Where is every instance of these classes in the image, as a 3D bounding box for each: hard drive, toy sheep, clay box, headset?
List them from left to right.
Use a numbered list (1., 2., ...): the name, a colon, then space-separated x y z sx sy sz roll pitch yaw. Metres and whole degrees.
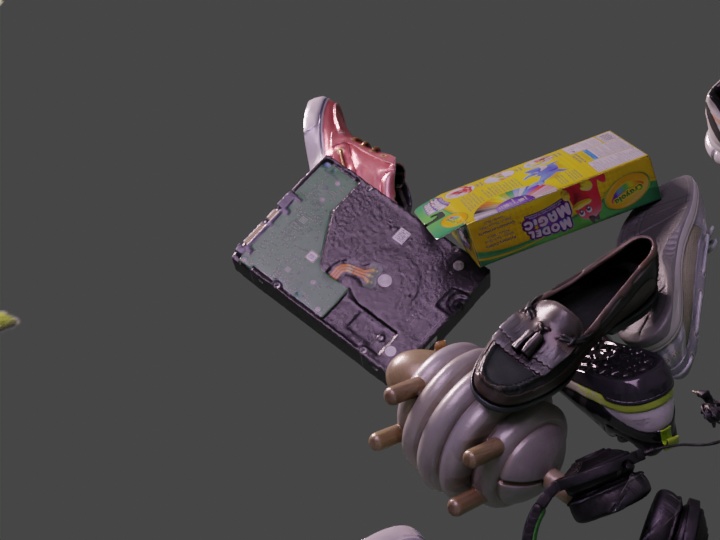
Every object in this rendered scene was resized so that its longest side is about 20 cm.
1. hard drive: 0.000 0.000 1.485 0.200 0.038 0.140 36 70 19
2. toy sheep: 0.096 0.129 1.302 0.138 0.138 0.200 -41 59 -13
3. clay box: 0.155 -0.061 1.459 0.200 0.048 0.115 -21 18 -2
4. headset: 0.204 0.175 1.194 0.123 0.094 0.200 39 91 9

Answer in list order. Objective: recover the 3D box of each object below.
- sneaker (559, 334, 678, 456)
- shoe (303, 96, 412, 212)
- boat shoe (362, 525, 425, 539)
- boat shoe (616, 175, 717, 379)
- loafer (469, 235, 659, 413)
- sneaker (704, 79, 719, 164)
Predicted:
1. sneaker: 0.194 0.102 1.318 0.072 0.083 0.200 -23 17 -11
2. shoe: -0.001 -0.100 1.607 0.091 0.072 0.200 -15 50 12
3. boat shoe: -0.025 0.278 1.274 0.200 0.072 0.069 -26 42 -10
4. boat shoe: 0.264 0.001 1.390 0.074 0.065 0.202 -24 34 33
5. loafer: 0.161 0.034 1.270 0.072 0.063 0.200 38 54 27
6. sneaker: 0.381 -0.113 1.417 0.200 0.080 0.074 22 61 37
